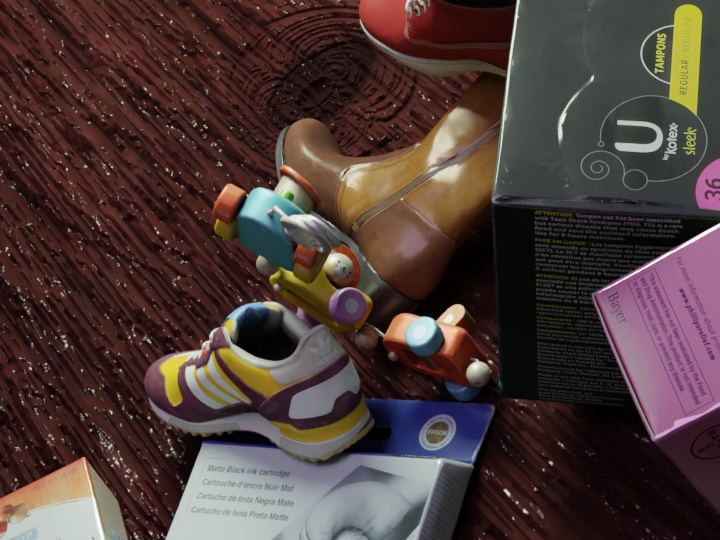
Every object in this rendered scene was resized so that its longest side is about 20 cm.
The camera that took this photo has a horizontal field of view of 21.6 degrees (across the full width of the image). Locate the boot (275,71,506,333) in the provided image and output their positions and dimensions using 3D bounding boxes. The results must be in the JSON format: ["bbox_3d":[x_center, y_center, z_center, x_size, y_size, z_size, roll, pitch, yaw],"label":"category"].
[{"bbox_3d":[0.041,-0.088,1.250,0.200,0.068,0.189,-46,41,22],"label":"boot"}]

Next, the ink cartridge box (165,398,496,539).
[{"bbox_3d":[-0.032,0.158,1.172,0.199,0.041,0.201,-1,57,37],"label":"ink cartridge box"}]

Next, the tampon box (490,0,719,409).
[{"bbox_3d":[0.142,-0.035,1.052,0.125,0.201,0.151,4,57,8],"label":"tampon box"}]

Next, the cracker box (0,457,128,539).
[{"bbox_3d":[-0.199,0.227,1.160,0.133,0.058,0.201,-26,45,2],"label":"cracker box"}]

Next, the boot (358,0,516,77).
[{"bbox_3d":[0.046,-0.180,1.179,0.199,0.144,0.073,19,77,46],"label":"boot"}]

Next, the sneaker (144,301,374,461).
[{"bbox_3d":[-0.074,0.058,1.218,0.199,0.091,0.075,6,32,44],"label":"sneaker"}]

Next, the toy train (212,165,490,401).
[{"bbox_3d":[0.000,0.000,1.156,0.150,0.200,0.056,13,65,44],"label":"toy train"}]

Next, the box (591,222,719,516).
[{"bbox_3d":[0.248,0.040,0.950,0.199,0.176,0.097,-30,50,13],"label":"box"}]
